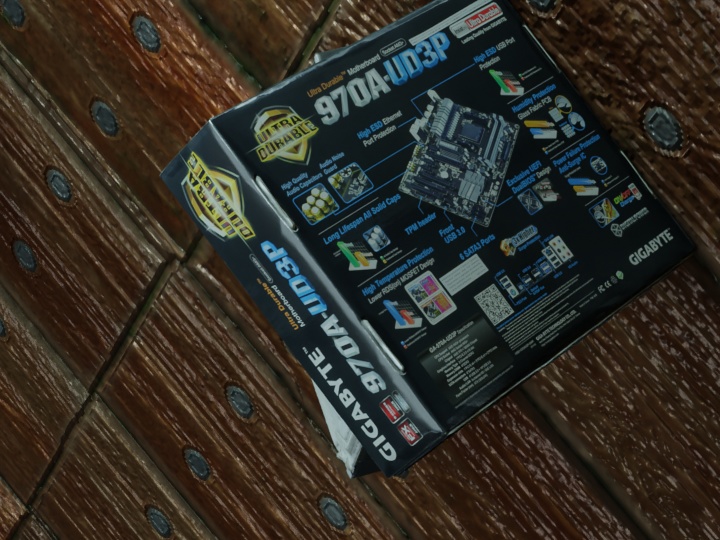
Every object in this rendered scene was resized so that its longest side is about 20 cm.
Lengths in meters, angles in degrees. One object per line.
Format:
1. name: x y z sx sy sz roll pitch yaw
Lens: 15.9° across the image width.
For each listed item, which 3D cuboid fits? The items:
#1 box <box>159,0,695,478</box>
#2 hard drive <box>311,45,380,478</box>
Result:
1. box: 0.034 -0.024 1.092 0.159 0.200 0.046 52 135 4
2. hard drive: 0.000 0.000 1.221 0.200 0.038 0.140 108 145 -65
